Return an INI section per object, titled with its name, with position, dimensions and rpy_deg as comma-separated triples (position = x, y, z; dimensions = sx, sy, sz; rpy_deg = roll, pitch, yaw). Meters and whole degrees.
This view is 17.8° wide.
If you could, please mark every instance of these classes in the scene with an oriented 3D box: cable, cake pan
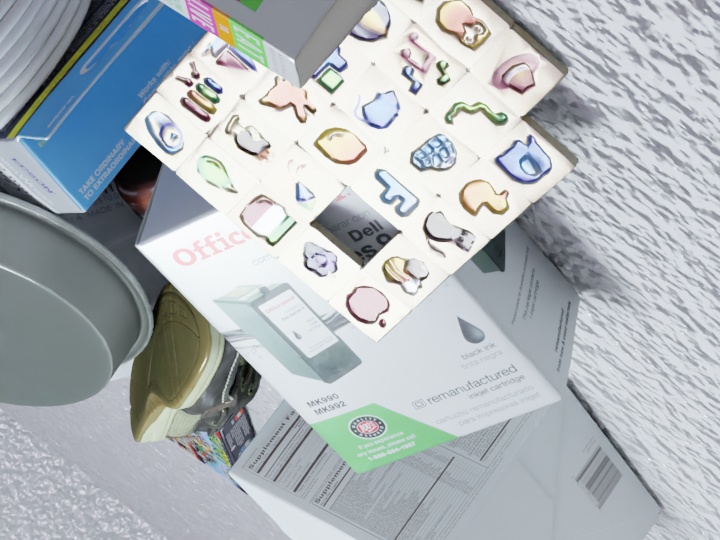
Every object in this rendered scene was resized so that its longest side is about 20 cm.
[cable]
position = -0.229, -0.135, 1.245
dimensions = 0.199, 0.201, 0.069
rpy_deg = -20, 127, 36
[cake pan]
position = -0.218, 0.019, 1.305
dimensions = 0.199, 0.037, 0.201
rpy_deg = 12, 150, 7

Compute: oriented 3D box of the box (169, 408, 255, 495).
[box]
position = -0.150, 0.140, 2.160
dimensions = 0.110, 0.035, 0.200
rpy_deg = 33, 164, 17

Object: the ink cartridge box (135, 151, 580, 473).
[ink cartridge box]
position = 0.000, 0.000, 1.215
dimensions = 0.146, 0.084, 0.200
rpy_deg = -23, 125, 32

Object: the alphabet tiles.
[alphabet tiles]
position = 0.001, -0.069, 1.078
dimensions = 0.167, 0.008, 0.200
rpy_deg = 40, 131, -8

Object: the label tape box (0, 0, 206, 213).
[label tape box]
position = -0.136, -0.101, 1.235
dimensions = 0.066, 0.143, 0.200
rpy_deg = 44, 164, -21

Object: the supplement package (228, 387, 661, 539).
[supplement package]
position = 0.054, 0.144, 1.489
dimensions = 0.200, 0.151, 0.152
rpy_deg = 21, 158, 46

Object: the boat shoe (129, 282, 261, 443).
[boat shoe]
position = -0.090, 0.054, 1.337
dimensions = 0.066, 0.072, 0.201
rpy_deg = -2, 162, -17

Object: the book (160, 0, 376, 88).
[book]
position = -0.065, -0.174, 0.886
dimensions = 0.200, 0.134, 0.048
rpy_deg = 34, 164, 16

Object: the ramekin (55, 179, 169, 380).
[ramekin]
position = -0.172, -0.039, 1.411
dimensions = 0.200, 0.201, 0.098
rpy_deg = 38, 156, -1

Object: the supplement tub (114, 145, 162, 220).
[supplement tub]
position = -0.044, -0.019, 1.332
dimensions = 0.200, 0.107, 0.107
rpy_deg = 47, 162, -29
